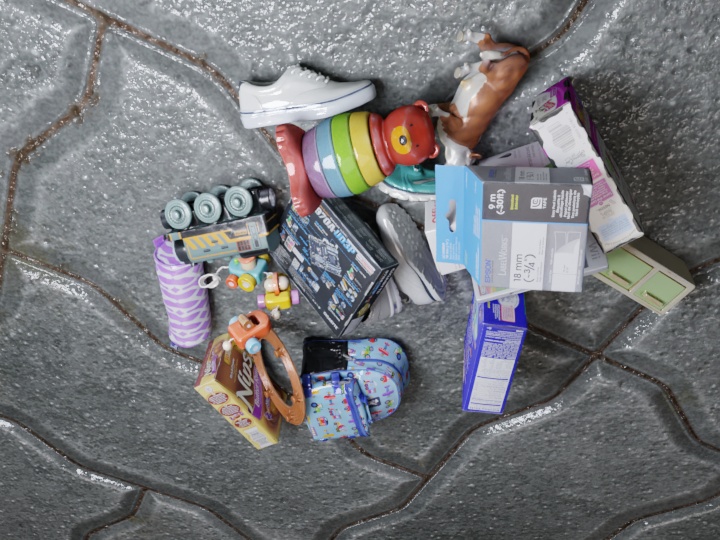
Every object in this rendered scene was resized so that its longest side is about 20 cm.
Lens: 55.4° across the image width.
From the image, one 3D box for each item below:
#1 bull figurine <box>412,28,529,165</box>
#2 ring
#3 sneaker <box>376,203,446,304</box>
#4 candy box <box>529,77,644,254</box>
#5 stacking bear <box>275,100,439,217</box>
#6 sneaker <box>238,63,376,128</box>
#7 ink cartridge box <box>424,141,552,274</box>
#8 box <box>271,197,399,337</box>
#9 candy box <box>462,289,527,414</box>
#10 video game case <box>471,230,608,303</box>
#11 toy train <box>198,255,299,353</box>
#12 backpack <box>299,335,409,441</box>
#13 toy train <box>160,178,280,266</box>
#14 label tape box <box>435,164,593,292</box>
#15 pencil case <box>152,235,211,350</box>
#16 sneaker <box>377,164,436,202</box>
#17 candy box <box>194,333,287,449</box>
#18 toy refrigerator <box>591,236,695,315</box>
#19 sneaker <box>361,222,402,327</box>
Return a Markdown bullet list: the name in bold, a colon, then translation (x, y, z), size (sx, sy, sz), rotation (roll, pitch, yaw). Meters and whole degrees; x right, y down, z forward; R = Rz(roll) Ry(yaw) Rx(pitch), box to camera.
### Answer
- **bull figurine**: translation (0.146, -0.226, 0.933), size (0.119, 0.066, 0.202), rotation (10, 127, -33)
- **ring**: translation (-0.156, 0.187, 1.238), size (0.019, 0.200, 0.204), rotation (-22, 136, -28)
- **sneaker**: translation (0.068, -0.018, 1.115), size (0.079, 0.077, 0.202), rotation (-11, 125, 33)
- **candy box**: translation (0.301, -0.143, 0.917), size (0.060, 0.137, 0.202), rotation (-29, 105, 27)
- **stacking bear**: translation (0.004, -0.160, 0.910), size (0.195, 0.114, 0.125), rotation (-14, 98, 16)
- **sneaker**: translation (-0.077, -0.247, 0.944), size (0.194, 0.073, 0.073), rotation (-10, 112, 3)
- **ink cartridge box**: translation (0.193, -0.092, 0.991), size (0.195, 0.148, 0.085), rotation (-16, 125, 17)
- **box**: translation (-0.049, -0.024, 1.061), size (0.201, 0.045, 0.160), rotation (49, 130, 19)
- **candy box**: translation (0.217, 0.105, 1.132), size (0.075, 0.171, 0.204), rotation (8, 131, 3)
- **video game case**: translation (0.257, -0.045, 1.032), size (0.195, 0.147, 0.018), rotation (-16, 155, 18)
- **toy train**: translation (-0.182, 0.032, 1.093), size (0.148, 0.200, 0.057), rotation (-27, 139, -19)
- **backpack**: translation (-0.006, 0.216, 1.268), size (0.194, 0.136, 0.186), rotation (-5, 130, 6)
- **toy train**: translation (-0.217, -0.071, 1.073), size (0.194, 0.085, 0.117), rotation (-10, 105, 14)
- **label tape box**: translation (0.189, -0.054, 0.879), size (0.194, 0.064, 0.148), rotation (3, 118, 13)
- **pencil case**: translation (-0.308, 0.039, 1.194), size (0.084, 0.083, 0.204), rotation (31, 135, 29)
- **sneaker**: translation (0.045, -0.157, 0.980), size (0.196, 0.078, 0.081), rotation (25, 119, 11)
- **candy box**: translation (-0.224, 0.233, 1.313), size (0.055, 0.118, 0.201), rotation (-24, 124, 24)
- **toy refrigerator**: translation (0.424, -0.012, 1.082), size (0.196, 0.071, 0.076), rotation (28, 126, -17)
- **sneaker**: translation (0.000, 0.000, 1.097), size (0.081, 0.074, 0.204), rotation (-33, 109, -21)
